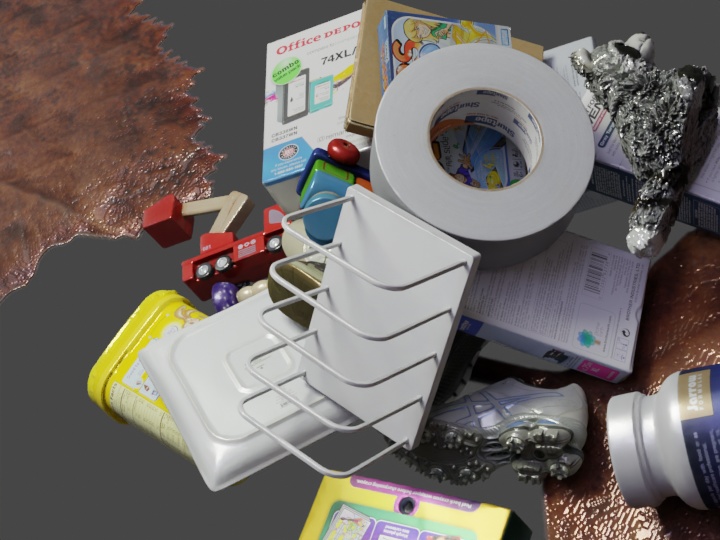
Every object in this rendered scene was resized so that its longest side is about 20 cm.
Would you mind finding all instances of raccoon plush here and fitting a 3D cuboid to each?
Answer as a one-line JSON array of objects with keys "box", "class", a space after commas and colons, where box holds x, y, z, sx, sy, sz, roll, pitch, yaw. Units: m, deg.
[{"box": [0.234, -0.123, 1.202, 0.133, 0.097, 0.201, 17, 67, 31], "class": "raccoon plush"}]

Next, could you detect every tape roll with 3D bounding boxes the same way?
[{"box": [0.108, -0.104, 1.208, 0.198, 0.066, 0.202, 1, 65, -3], "class": "tape roll"}]

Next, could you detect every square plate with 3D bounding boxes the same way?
[{"box": [-0.095, 0.096, 1.296, 0.199, 0.029, 0.198, -26, 48, -14], "class": "square plate"}]

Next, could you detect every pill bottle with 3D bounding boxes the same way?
[{"box": [0.308, 0.131, 1.079, 0.198, 0.116, 0.117, -14, 52, 22], "class": "pill bottle"}]

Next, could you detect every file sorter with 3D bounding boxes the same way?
[{"box": [-0.011, 0.055, 1.144, 0.138, 0.124, 0.201, 31, 120, 27], "class": "file sorter"}]

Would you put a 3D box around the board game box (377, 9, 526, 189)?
[{"box": [0.088, -0.154, 1.300, 0.134, 0.035, 0.202, 4, 64, -16], "class": "board game box"}]

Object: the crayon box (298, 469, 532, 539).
[{"box": [0.030, 0.281, 1.177, 0.199, 0.058, 0.174, 7, 63, 34], "class": "crayon box"}]

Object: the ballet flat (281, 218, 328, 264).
[{"box": [0.000, 0.000, 1.340, 0.199, 0.070, 0.070, 32, 77, 17], "class": "ballet flat"}]

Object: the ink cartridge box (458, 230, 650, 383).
[{"box": [0.161, 0.016, 1.225, 0.198, 0.042, 0.120, 20, 63, -5], "class": "ink cartridge box"}]

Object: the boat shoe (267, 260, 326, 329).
[{"box": [0.000, 0.044, 1.273, 0.200, 0.072, 0.066, 33, 37, 28], "class": "boat shoe"}]

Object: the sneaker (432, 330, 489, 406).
[{"box": [0.086, 0.059, 1.277, 0.200, 0.091, 0.066, -45, 47, -5], "class": "sneaker"}]

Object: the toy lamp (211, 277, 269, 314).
[{"box": [-0.061, 0.005, 1.428, 0.199, 0.058, 0.059, -22, 50, 19], "class": "toy lamp"}]

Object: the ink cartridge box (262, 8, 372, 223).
[{"box": [-0.010, -0.151, 1.443, 0.146, 0.146, 0.201, -16, 52, 19], "class": "ink cartridge box"}]

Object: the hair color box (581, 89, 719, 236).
[{"box": [0.296, -0.108, 1.261, 0.199, 0.061, 0.100, 23, 69, 24], "class": "hair color box"}]

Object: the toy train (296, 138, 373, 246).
[{"box": [0.033, -0.041, 1.289, 0.116, 0.199, 0.085, -85, 21, -64], "class": "toy train"}]

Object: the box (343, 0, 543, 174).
[{"box": [0.089, -0.187, 1.351, 0.198, 0.021, 0.165, 14, 59, -10], "class": "box"}]

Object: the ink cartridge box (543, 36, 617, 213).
[{"box": [0.166, -0.134, 1.396, 0.198, 0.041, 0.201, -14, 54, 19], "class": "ink cartridge box"}]

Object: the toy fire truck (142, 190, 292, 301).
[{"box": [-0.152, -0.041, 1.516, 0.199, 0.049, 0.142, -20, 50, 17], "class": "toy fire truck"}]

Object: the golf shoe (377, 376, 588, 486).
[{"box": [0.117, 0.142, 1.229, 0.198, 0.079, 0.098, 0, 39, 27], "class": "golf shoe"}]

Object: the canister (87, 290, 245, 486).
[{"box": [-0.170, 0.121, 1.389, 0.199, 0.087, 0.149, 24, 71, 38], "class": "canister"}]
